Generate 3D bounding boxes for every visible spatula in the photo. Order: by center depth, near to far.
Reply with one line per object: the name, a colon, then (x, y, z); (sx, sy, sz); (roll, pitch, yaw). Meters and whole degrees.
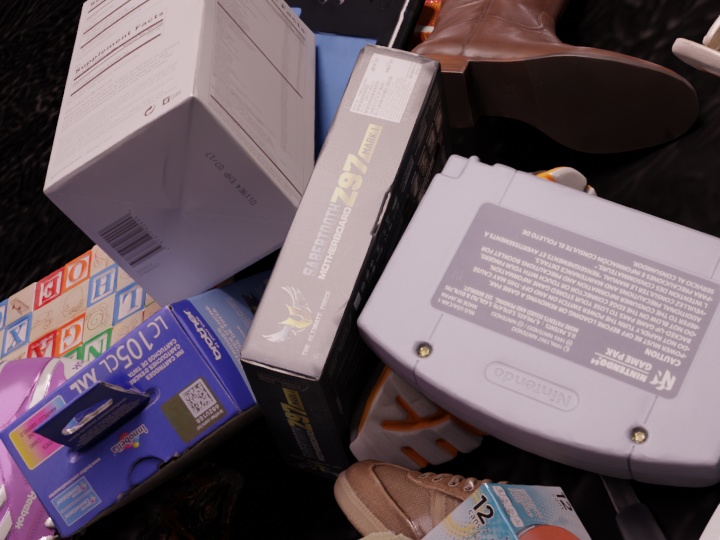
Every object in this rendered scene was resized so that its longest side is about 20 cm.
spatula: (0.127, 0.104, 0.820); (0.056, 0.021, 0.201); (-23, 46, 1)

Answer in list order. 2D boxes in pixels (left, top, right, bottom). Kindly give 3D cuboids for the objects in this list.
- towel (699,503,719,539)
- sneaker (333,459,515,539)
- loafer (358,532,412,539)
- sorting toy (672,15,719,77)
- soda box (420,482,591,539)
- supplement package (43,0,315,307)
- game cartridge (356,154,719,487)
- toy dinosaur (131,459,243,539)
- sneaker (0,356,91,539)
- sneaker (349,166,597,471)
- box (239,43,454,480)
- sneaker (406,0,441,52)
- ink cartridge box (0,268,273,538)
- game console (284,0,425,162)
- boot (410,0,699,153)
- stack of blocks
towel: (0.228, 0.112, 0.686); (0.171, 0.048, 0.201); (21, 72, 49)
sneaker: (0.070, 0.134, 0.816); (0.200, 0.070, 0.076); (34, 93, 42)
loafer: (-0.029, 0.187, 0.819); (0.068, 0.076, 0.200); (-26, -7, -45)
sorting toy: (0.289, -0.131, 0.801); (0.200, 0.107, 0.180); (-52, 45, -3)
soda box: (0.093, 0.188, 0.691); (0.068, 0.063, 0.201); (-44, 59, 25)
supplement package: (-0.100, -0.097, 0.980); (0.109, 0.114, 0.201); (-29, 34, 21)
game cartridge: (0.105, 0.027, 0.832); (0.199, 0.042, 0.134); (21, 74, 23)
toy dinosaur: (-0.115, 0.207, 0.950); (0.135, 0.102, 0.202); (-5, 73, 61)
sneaker: (-0.192, 0.154, 1.049); (0.113, 0.073, 0.202); (-2, 81, 16)
sneaker: (0.056, 0.027, 0.923); (0.200, 0.078, 0.077); (-52, 33, -16)
box: (0.000, 0.000, 0.930); (0.051, 0.158, 0.201); (15, 67, 16)
sneaker: (-0.005, -0.134, 1.133); (0.199, 0.073, 0.077); (-13, 31, 32)
ink cartridge box: (-0.113, 0.075, 0.953); (0.136, 0.077, 0.200); (-36, -3, 18)
game console: (-0.056, -0.115, 1.081); (0.176, 0.031, 0.201); (11, 75, 42)
boot: (0.126, -0.157, 1.013); (0.185, 0.065, 0.201); (8, 40, 16)
stack of blocks: (-0.181, 0.048, 1.150); (0.199, 0.059, 0.116); (-28, 43, 27)
